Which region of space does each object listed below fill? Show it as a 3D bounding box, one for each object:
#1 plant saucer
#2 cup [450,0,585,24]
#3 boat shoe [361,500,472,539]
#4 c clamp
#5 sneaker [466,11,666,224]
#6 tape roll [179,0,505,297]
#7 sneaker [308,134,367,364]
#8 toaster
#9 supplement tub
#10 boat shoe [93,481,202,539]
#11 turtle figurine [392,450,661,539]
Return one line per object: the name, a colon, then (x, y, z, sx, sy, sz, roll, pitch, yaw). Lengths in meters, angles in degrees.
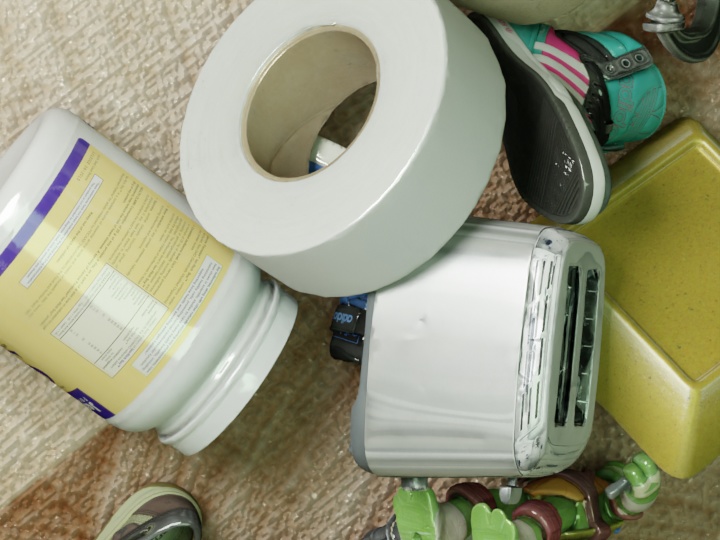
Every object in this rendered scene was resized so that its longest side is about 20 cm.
plant saucer: (0.212, 0.003, 1.620, 0.200, 0.049, 0.200, -35, 70, -23)
cup: (0.092, -0.239, 1.579, 0.200, 0.200, 0.143, -42, 120, -2)
boat shoe: (0.079, 0.231, 1.700, 0.060, 0.074, 0.200, -25, 126, 35)
c clamp: (0.202, -0.228, 1.620, 0.027, 0.171, 0.201, 2, 105, 26)
sneaker: (0.147, -0.095, 1.610, 0.120, 0.200, 0.084, 2, 127, -24)
tape roll: (-0.012, -0.089, 1.531, 0.071, 0.202, 0.203, 34, 91, -46)
sneaker: (0.000, 0.000, 1.641, 0.200, 0.077, 0.111, 37, 81, -20)
toaster: (0.074, 0.040, 1.548, 0.129, 0.114, 0.201, 5, 88, 24)
supplement tub: (-0.154, 0.010, 1.579, 0.200, 0.145, 0.146, 37, 90, -13)
boat shoe: (-0.173, 0.229, 1.649, 0.072, 0.066, 0.201, 37, 90, -14)
turtle figurine: (0.123, 0.118, 1.640, 0.144, 0.194, 0.200, 46, 129, 23)
